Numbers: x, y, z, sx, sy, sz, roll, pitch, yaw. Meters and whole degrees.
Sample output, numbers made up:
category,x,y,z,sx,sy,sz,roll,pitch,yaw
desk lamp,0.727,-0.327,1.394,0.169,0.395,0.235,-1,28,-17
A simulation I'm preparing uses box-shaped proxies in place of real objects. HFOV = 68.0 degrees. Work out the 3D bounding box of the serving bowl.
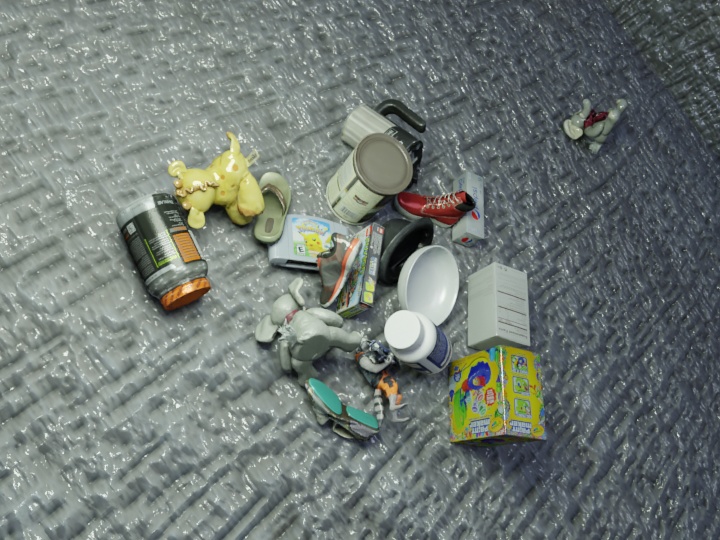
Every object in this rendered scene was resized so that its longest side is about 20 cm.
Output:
category,x,y,z,sx,sy,sz,roll,pitch,yaw
serving bowl,0.157,0.037,1.314,0.198,0.065,0.204,-8,102,-41

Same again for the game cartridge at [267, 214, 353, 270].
category,x,y,z,sx,sy,sz,roll,pitch,yaw
game cartridge,-0.115,-0.064,1.221,0.197,0.041,0.135,7,51,-23

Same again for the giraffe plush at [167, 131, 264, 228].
category,x,y,z,sx,sy,sz,roll,pitch,yaw
giraffe plush,-0.299,-0.163,1.075,0.161,0.200,0.174,-30,79,-32

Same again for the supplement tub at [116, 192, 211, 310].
category,x,y,z,sx,sy,sz,roll,pitch,yaw
supplement tub,-0.374,-0.035,1.028,0.121,0.122,0.202,-23,83,-34

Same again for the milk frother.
category,x,y,z,sx,sy,sz,roll,pitch,yaw
milk frother,0.071,-0.319,1.403,0.188,0.201,0.180,40,61,19

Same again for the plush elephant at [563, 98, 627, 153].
category,x,y,z,sx,sy,sz,roll,pitch,yaw
plush elephant,0.823,-0.535,1.900,0.154,0.201,0.165,34,53,14

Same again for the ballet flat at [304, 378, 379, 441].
category,x,y,z,sx,sy,sz,roll,pitch,yaw
ballet flat,-0.050,0.302,1.111,0.199,0.072,0.073,37,57,-20

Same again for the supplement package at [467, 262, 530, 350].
category,x,y,z,sx,sy,sz,roll,pitch,yaw
supplement package,0.360,0.103,1.398,0.116,0.117,0.203,17,63,-23

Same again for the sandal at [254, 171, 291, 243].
category,x,y,z,sx,sy,sz,roll,pitch,yaw
sandal,-0.196,-0.149,1.186,0.078,0.058,0.203,-2,52,-2

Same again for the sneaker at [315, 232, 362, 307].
category,x,y,z,sx,sy,sz,roll,pitch,yaw
sneaker,-0.061,-0.007,1.166,0.081,0.202,0.077,28,36,2

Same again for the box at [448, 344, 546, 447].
category,x,y,z,sx,sy,sz,roll,pitch,yaw
box,0.311,0.298,1.241,0.120,0.200,0.196,14,63,-24

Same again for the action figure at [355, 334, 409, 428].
category,x,y,z,sx,sy,sz,roll,pitch,yaw
action figure,0.035,0.224,1.148,0.104,0.200,0.195,-32,60,3

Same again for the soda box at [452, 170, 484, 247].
category,x,y,z,sx,sy,sz,roll,pitch,yaw
soda box,0.303,-0.174,1.506,0.063,0.068,0.203,17,64,-24

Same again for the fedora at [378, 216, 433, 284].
category,x,y,z,sx,sy,sz,roll,pitch,yaw
fedora,0.090,-0.064,1.311,0.091,0.203,0.199,36,49,29

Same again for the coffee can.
category,x,y,z,sx,sy,sz,roll,pitch,yaw
coffee can,0.016,-0.212,1.265,0.144,0.200,0.149,6,73,-21

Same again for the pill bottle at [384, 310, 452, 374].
category,x,y,z,sx,sy,sz,roll,pitch,yaw
pill bottle,0.127,0.158,1.190,0.200,0.109,0.113,41,45,-57

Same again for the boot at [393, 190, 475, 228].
category,x,y,z,sx,sy,sz,roll,pitch,yaw
boot,0.199,-0.184,1.405,0.197,0.144,0.074,13,66,-23

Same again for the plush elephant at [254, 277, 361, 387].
category,x,y,z,sx,sy,sz,roll,pitch,yaw
plush elephant,-0.127,0.116,1.107,0.200,0.164,0.155,42,8,-46

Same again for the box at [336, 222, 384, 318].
category,x,y,z,sx,sy,sz,roll,pitch,yaw
box,0.000,0.000,1.235,0.034,0.110,0.203,23,60,-26
